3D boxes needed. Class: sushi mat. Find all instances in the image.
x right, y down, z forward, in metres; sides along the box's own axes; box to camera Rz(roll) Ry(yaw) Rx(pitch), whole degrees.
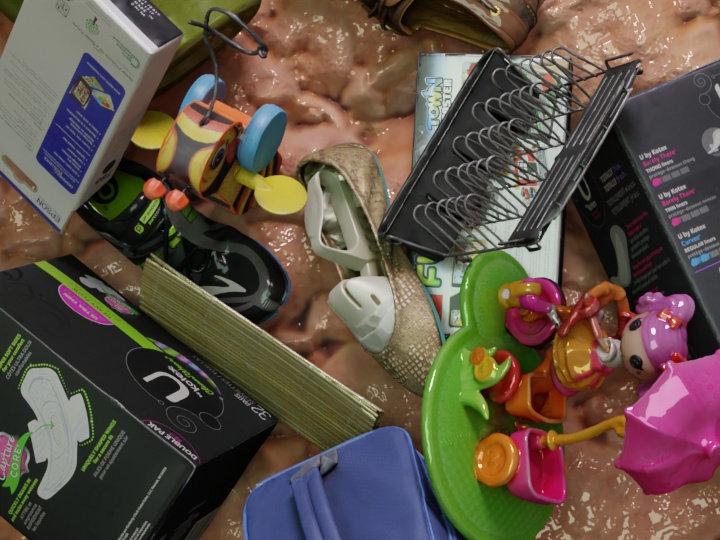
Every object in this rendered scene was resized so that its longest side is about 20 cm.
[{"bbox_3d":[-0.073,0.066,1.232,0.200,0.096,0.012,33,60,10],"label":"sushi mat"}]

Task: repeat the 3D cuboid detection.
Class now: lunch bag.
[{"bbox_3d":[0.005,0.197,1.147,0.135,0.200,0.133,-26,125,6],"label":"lunch bag"}]

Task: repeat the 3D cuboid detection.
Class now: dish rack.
[{"bbox_3d":[0.096,-0.076,1.119,0.054,0.200,0.154,32,79,-15],"label":"dish rack"}]

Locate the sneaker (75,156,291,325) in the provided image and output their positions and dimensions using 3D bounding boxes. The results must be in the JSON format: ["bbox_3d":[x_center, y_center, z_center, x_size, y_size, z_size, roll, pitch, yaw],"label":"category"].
[{"bbox_3d":[-0.140,-0.024,1.250,0.199,0.083,0.071,35,92,10],"label":"sneaker"}]

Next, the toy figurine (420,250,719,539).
[{"bbox_3d":[0.155,0.070,1.100,0.184,0.150,0.201,-11,67,40],"label":"toy figurine"}]

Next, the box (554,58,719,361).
[{"bbox_3d":[0.227,-0.019,1.154,0.106,0.122,0.201,-23,82,-15],"label":"box"}]

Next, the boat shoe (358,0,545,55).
[{"bbox_3d":[0.030,-0.203,1.234,0.199,0.072,0.068,17,68,10],"label":"boat shoe"}]

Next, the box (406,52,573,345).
[{"bbox_3d":[0.090,-0.051,1.237,0.110,0.035,0.201,3,86,10],"label":"box"}]

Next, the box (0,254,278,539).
[{"bbox_3d":[-0.187,0.102,1.204,0.200,0.148,0.125,38,108,10],"label":"box"}]

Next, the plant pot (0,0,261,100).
[{"bbox_3d":[-0.174,-0.223,1.232,0.200,0.200,0.193,-38,92,5],"label":"plant pot"}]

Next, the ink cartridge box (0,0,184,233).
[{"bbox_3d":[-0.193,-0.120,1.172,0.099,0.039,0.200,44,136,5],"label":"ink cartridge box"}]

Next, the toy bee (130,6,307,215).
[{"bbox_3d":[-0.109,-0.082,1.184,0.131,0.200,0.109,20,70,34],"label":"toy bee"}]

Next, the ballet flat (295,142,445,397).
[{"bbox_3d":[0.000,0.000,1.209,0.071,0.065,0.201,-51,50,43],"label":"ballet flat"}]
